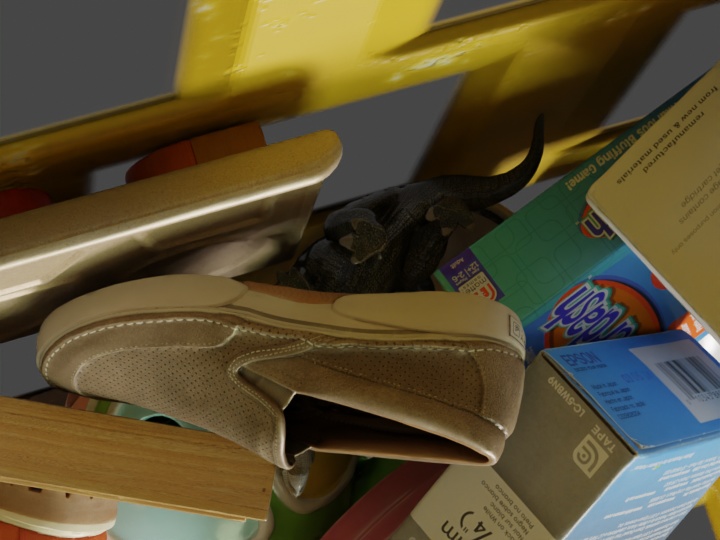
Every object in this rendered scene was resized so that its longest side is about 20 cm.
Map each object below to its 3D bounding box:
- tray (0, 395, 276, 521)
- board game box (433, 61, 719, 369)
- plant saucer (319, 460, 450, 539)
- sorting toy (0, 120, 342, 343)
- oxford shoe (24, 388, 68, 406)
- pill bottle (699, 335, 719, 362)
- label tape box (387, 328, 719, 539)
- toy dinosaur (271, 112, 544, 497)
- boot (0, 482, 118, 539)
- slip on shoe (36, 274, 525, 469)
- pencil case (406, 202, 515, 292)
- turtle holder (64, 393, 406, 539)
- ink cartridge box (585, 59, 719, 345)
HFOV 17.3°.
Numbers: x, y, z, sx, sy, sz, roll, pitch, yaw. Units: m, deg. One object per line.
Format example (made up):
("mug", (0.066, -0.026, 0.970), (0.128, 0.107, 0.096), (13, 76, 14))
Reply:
("tray", (-0.141, 0.072, 0.998), (0.198, 0.037, 0.099), (12, 175, -11))
("board game box", (0.137, -0.016, 1.032), (0.199, 0.045, 0.152), (-36, 155, -1))
("plant saucer", (0.025, 0.148, 1.139), (0.200, 0.051, 0.201), (-37, 156, -19))
("sorting toy", (-0.107, -0.011, 0.939), (0.184, 0.037, 0.200), (-16, 173, -11))
("oxford shoe", (-0.092, 0.077, 1.260), (0.199, 0.072, 0.071), (-23, 166, 14))
("pill bottle", (0.192, -0.012, 1.177), (0.198, 0.113, 0.112), (-15, 168, -13))
("label tape box", (0.071, 0.121, 1.020), (0.200, 0.063, 0.144), (-53, 157, 22))
("toy dinosaur", (0.000, 0.000, 1.032), (0.201, 0.077, 0.102), (-57, -170, -3))
("boot", (-0.198, 0.130, 1.120), (0.199, 0.108, 0.075), (15, -169, 43))
("slip on shoe", (-0.034, 0.046, 0.936), (0.198, 0.061, 0.076), (2, 153, 6))
("pencil case", (0.050, 0.023, 1.177), (0.078, 0.090, 0.200), (-34, 169, -5))
("turtle holder", (-0.060, 0.088, 1.135), (0.185, 0.132, 0.141), (19, -131, 31))
("ink cartridge box", (0.197, 0.030, 0.901), (0.084, 0.200, 0.145), (-44, 139, 6))
